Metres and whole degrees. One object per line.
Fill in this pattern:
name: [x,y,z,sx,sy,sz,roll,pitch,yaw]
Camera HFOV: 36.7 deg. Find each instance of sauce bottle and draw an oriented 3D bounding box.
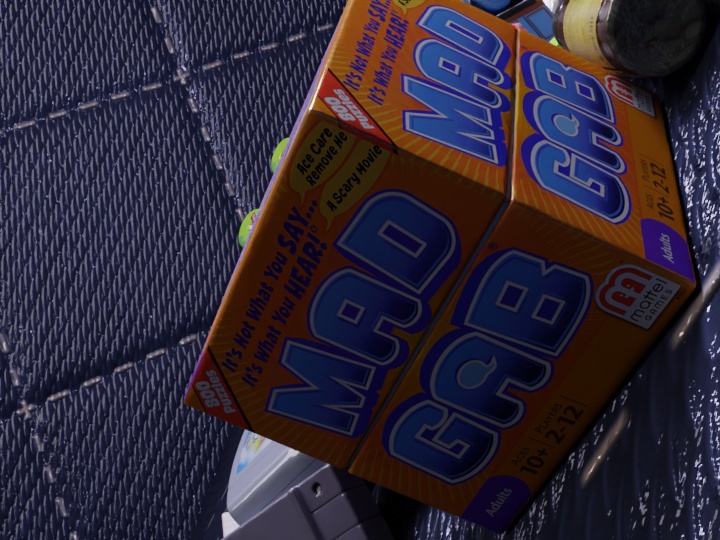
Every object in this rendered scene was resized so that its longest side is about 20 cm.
sauce bottle: [0.164,-0.162,0.713,0.200,0.064,0.065,-105,39,-76]

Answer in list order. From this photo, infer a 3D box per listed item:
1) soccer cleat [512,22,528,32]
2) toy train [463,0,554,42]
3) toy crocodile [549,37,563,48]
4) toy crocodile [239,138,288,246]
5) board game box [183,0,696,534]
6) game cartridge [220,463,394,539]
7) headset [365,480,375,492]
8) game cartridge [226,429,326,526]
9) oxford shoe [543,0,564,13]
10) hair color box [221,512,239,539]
soccer cleat: [0.078,-0.117,0.792,0.200,0.066,0.077,-54,-44,-47]
toy train: [0.083,-0.176,0.910,0.199,0.114,0.087,-33,-14,-32]
toy crocodile: [0.130,-0.097,0.823,0.201,0.061,0.068,-65,7,-19]
toy crocodile: [-0.057,-0.064,1.039,0.062,0.067,0.201,16,81,55]
board game box: [0.043,-0.017,0.624,0.201,0.198,0.201,-77,12,-54]
game cartridge: [-0.050,0.223,0.692,0.200,0.038,0.130,-40,65,30]
headset: [-0.005,0.124,0.887,0.124,0.094,0.199,-53,28,-15]
game cartridge: [-0.049,0.117,0.875,0.134,0.040,0.200,-49,12,23]
oxford shoe: [0.134,-0.181,1.027,0.075,0.057,0.201,-91,26,-78]
hair color box: [-0.049,0.228,0.845,0.200,0.110,0.065,175,86,-82]
